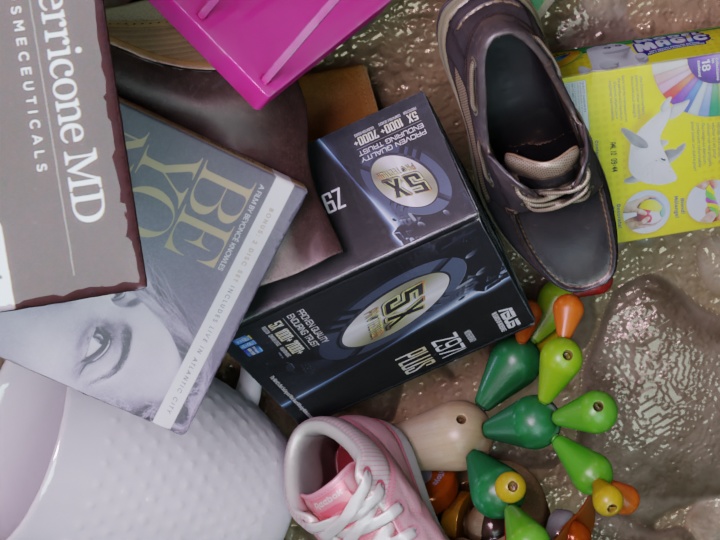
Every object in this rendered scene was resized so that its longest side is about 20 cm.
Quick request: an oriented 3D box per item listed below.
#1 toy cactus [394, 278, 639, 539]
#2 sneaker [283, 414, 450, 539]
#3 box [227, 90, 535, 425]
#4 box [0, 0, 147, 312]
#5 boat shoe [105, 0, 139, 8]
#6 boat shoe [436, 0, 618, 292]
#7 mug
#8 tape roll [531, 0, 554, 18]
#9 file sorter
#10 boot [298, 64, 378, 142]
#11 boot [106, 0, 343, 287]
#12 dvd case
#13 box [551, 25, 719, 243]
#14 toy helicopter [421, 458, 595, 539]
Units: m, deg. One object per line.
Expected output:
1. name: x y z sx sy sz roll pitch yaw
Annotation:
1. toy cactus: 0.097 0.098 1.423 0.165 0.200 0.102 -14 152 36
2. sneaker: 0.015 0.172 1.360 0.075 0.200 0.105 -37 152 18
3. box: 0.000 0.000 1.323 0.163 0.086 0.200 -24 157 4
4. box: -0.212 -0.071 1.034 0.199 0.164 0.166 -9 104 -7
5. boat shoe: -0.052 -0.168 1.272 0.201 0.072 0.061 -26 97 -16
6. boat shoe: 0.096 -0.065 1.269 0.074 0.073 0.200 -24 117 6
7. mug: -0.127 0.100 1.393 0.175 0.148 0.200 19 82 -27
8. tape roll: 0.162 -0.131 1.363 0.200 0.048 0.201 -4 118 -7
9. file sorter: -0.057 -0.216 1.147 0.200 0.139 0.125 45 130 0
10. boot: -0.066 -0.100 1.337 0.144 0.071 0.201 -23 123 -3
11. boot: -0.122 -0.056 1.193 0.200 0.072 0.167 -16 92 -3
12. dvd case: -0.147 -0.018 1.156 0.200 0.016 0.149 25 98 -18
13. box: 0.186 -0.082 1.339 0.199 0.048 0.118 -8 118 -2
14. toy helicopter: 0.093 0.197 1.434 0.132 0.200 0.079 -11 130 4
